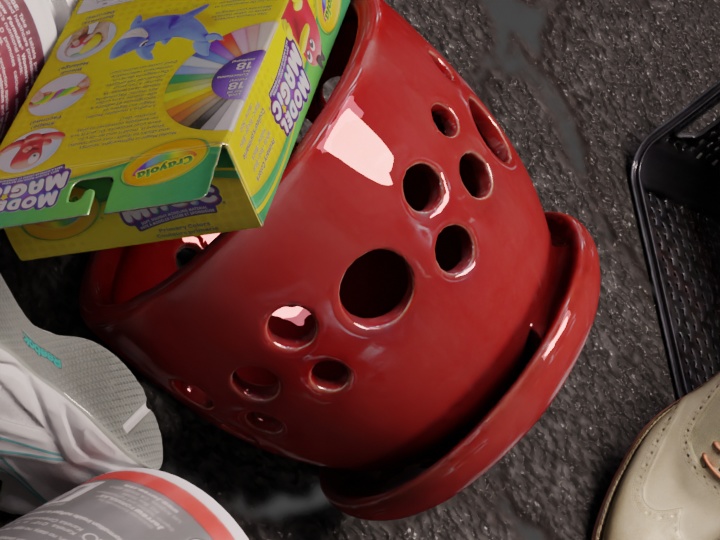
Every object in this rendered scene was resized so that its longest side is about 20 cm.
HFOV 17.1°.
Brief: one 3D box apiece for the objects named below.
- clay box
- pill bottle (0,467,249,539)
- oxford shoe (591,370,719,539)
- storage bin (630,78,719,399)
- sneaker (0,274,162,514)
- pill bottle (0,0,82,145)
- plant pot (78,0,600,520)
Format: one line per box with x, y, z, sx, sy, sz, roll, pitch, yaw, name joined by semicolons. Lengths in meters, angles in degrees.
-0.082;-0.072;1.016;0.200;0.114;0.048;-72;146;-47;clay box
-0.131;0.160;0.908;0.116;0.116;0.200;56;38;6;pill bottle
0.195;0.087;1.256;0.071;0.074;0.200;40;81;1;oxford shoe
0.251;-0.012;1.417;0.094;0.135;0.201;18;48;-35;storage bin
-0.167;0.036;0.966;0.200;0.080;0.071;48;21;-33;sneaker
-0.200;-0.087;1.044;0.110;0.110;0.200;50;38;-2;pill bottle
0.000;0.000;1.105;0.182;0.200;0.201;40;39;-18;plant pot
